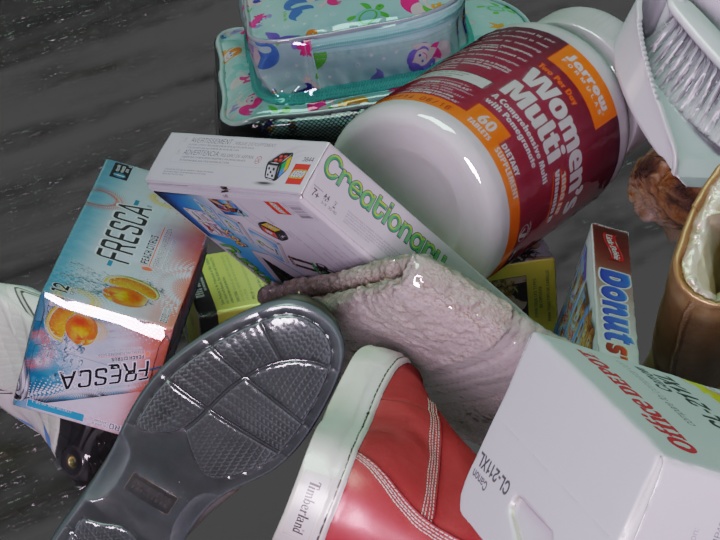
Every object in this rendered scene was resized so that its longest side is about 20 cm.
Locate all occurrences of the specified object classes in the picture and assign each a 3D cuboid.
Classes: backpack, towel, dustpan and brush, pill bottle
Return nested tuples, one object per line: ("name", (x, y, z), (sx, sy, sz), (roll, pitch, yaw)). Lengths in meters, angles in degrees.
("backpack", (0.013, -0.108, 1.758), (0.199, 0.151, 0.178), (-1, 26, -3))
("towel", (0.033, 0.041, 1.430), (0.200, 0.132, 0.035), (-14, 48, 65))
("dustpan and brush", (0.174, -0.136, 1.606), (0.139, 0.057, 0.200), (-2, 48, -47))
("pill bottle", (0.077, -0.069, 1.593), (0.109, 0.110, 0.200), (13, 29, 31))

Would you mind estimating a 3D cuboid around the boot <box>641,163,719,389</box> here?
("boot", (0.192, -0.014, 1.435), (0.066, 0.200, 0.176), (22, 67, 9))

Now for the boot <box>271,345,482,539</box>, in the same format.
("boot", (0.044, 0.102, 1.314), (0.144, 0.073, 0.200), (21, 16, 0))

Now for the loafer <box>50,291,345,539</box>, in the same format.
("loafer", (-0.081, 0.080, 1.377), (0.072, 0.200, 0.063), (39, 18, -9))

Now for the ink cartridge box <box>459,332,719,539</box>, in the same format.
("ink cartridge box", (0.160, 0.108, 1.183), (0.199, 0.083, 0.146), (18, 12, -23))

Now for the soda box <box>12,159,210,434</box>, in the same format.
("soda box", (-0.119, 0.012, 1.477), (0.068, 0.064, 0.200), (16, 20, -1))

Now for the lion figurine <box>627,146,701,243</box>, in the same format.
("lion figurine", (0.208, -0.016, 1.610), (0.122, 0.073, 0.200), (11, 20, 0))

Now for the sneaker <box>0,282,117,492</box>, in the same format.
("sneaker", (-0.144, 0.062, 1.533), (0.072, 0.072, 0.200), (7, 20, -44))

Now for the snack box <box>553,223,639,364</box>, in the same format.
("snack box", (0.118, 0.052, 1.496), (0.024, 0.072, 0.200), (15, 27, -5))

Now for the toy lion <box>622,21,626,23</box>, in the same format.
("toy lion", (0.215, -0.130, 1.864), (0.191, 0.069, 0.200), (12, 31, 44))

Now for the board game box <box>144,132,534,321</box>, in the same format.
("board game box", (0.000, 0.000, 1.481), (0.126, 0.200, 0.035), (7, 64, 49))

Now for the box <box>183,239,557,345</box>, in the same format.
("box", (0.003, 0.014, 1.617), (0.199, 0.050, 0.075), (-10, 27, -10))
